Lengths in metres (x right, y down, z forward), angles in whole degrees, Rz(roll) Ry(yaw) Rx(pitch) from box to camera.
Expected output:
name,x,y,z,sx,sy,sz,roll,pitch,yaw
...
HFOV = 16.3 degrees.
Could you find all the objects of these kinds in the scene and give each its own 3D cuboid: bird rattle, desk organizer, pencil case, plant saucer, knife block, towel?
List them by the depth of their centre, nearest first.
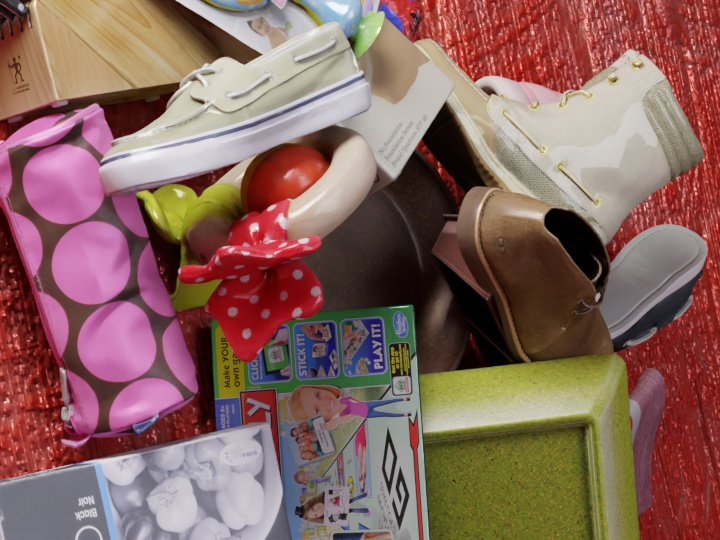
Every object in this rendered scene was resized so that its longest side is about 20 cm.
name,x,y,z,sx,sy,sz,roll,pitch,yaw
pencil case,-0.169,0.004,1.534,0.093,0.091,0.201,-21,94,-21
bird rattle,-0.063,-0.038,1.565,0.163,0.200,0.113,-42,107,-16
knife block,-0.192,-0.187,1.565,0.200,0.064,0.176,-13,91,-46
plant saucer,0.091,0.166,1.676,0.199,0.048,0.201,-6,98,-5
plant saucer,0.000,0.000,1.736,0.200,0.037,0.201,13,72,-42
desk organizer,0.107,0.059,1.762,0.077,0.072,0.200,-60,138,-36
towel,0.168,0.183,1.816,0.200,0.023,0.144,-52,154,-38

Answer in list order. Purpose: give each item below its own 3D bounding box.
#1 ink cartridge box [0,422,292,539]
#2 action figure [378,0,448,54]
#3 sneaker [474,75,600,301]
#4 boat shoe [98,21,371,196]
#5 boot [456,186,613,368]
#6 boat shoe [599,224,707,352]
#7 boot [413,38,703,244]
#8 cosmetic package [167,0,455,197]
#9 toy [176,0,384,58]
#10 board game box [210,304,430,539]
name,x,y,z,sx,sy,sz,roll,pitch,yaw
ink cartridge box,-0.127,0.209,1.530,0.198,0.043,0.201,-11,90,-33
action figure,-0.002,-0.211,1.775,0.200,0.052,0.066,47,48,-30
sneaker,0.115,-0.052,1.829,0.105,0.075,0.201,21,55,-41
boat shoe,-0.082,-0.098,1.535,0.200,0.072,0.062,-24,98,-37
boot,0.136,0.019,1.672,0.200,0.075,0.074,53,51,-46
boat shoe,0.187,0.034,1.893,0.200,0.076,0.060,-25,138,-31
boot,0.132,-0.112,1.766,0.155,0.072,0.200,-40,92,-18
cosmetic package,-0.044,-0.146,1.668,0.200,0.071,0.105,42,53,-14
toy,-0.066,-0.205,1.597,0.200,0.047,0.115,34,50,-22
board game box,-0.025,0.127,1.624,0.029,0.134,0.201,70,16,-81
